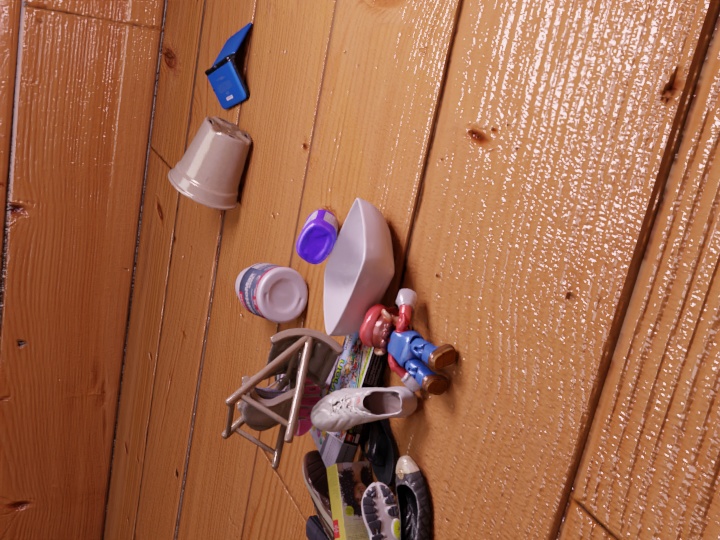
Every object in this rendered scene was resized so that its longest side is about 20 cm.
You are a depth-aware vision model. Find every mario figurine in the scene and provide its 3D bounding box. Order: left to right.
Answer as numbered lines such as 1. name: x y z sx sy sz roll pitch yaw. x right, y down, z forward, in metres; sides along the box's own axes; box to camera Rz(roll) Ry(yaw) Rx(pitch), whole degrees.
1. mario figurine: 0.084 0.114 1.300 0.124 0.106 0.199 -49 44 -4

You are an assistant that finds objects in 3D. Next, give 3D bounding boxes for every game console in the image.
1. game console: -0.339 -0.556 2.194 0.199 0.117 0.173 2 120 62

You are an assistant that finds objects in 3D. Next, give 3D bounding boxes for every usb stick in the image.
1. usb stick: -0.057 0.541 1.548 0.199 0.032 0.057 26 110 60

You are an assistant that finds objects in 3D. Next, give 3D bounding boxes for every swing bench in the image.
1. swing bench: -0.140 0.215 1.422 0.202 0.128 0.200 -59 -4 -30

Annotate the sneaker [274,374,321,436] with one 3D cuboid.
1. sneaker: -0.128 0.231 1.589 0.087 0.072 0.204 -39 49 55

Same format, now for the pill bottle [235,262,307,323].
1. pill bottle: -0.207 0.046 1.787 0.199 0.118 0.122 9 96 62

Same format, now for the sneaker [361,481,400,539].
1. sneaker: 0.046 0.458 1.340 0.080 0.076 0.204 97 166 -75

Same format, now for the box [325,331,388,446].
1. box: -0.011 0.200 1.432 0.110 0.034 0.204 12 83 60

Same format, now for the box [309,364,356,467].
1. box: -0.056 0.270 1.563 0.201 0.040 0.158 58 136 49

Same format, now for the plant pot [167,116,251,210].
1. plant pot: -0.377 -0.290 2.092 0.185 0.198 0.201 -60 37 21

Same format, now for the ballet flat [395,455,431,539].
1. ballet flat: 0.078 0.400 1.277 0.066 0.056 0.204 -27 64 57

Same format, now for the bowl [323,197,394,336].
1. bowl: 0.000 0.000 1.407 0.202 0.073 0.202 -94 23 -50

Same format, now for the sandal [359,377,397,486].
1. sandal: 0.019 0.281 1.408 0.075 0.047 0.204 -46 48 50

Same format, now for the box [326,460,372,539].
1. box: -0.010 0.447 1.425 0.050 0.074 0.204 -37 57 55

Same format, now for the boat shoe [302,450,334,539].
1. boat shoe: -0.067 0.442 1.535 0.203 0.073 0.076 -121 37 -46

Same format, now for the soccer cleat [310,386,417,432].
1. soccer cleat: -0.002 0.225 1.330 0.197 0.077 0.071 -13 75 21

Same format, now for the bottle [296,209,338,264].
1. bottle: -0.079 -0.073 1.537 0.084 0.065 0.200 -59 7 13
